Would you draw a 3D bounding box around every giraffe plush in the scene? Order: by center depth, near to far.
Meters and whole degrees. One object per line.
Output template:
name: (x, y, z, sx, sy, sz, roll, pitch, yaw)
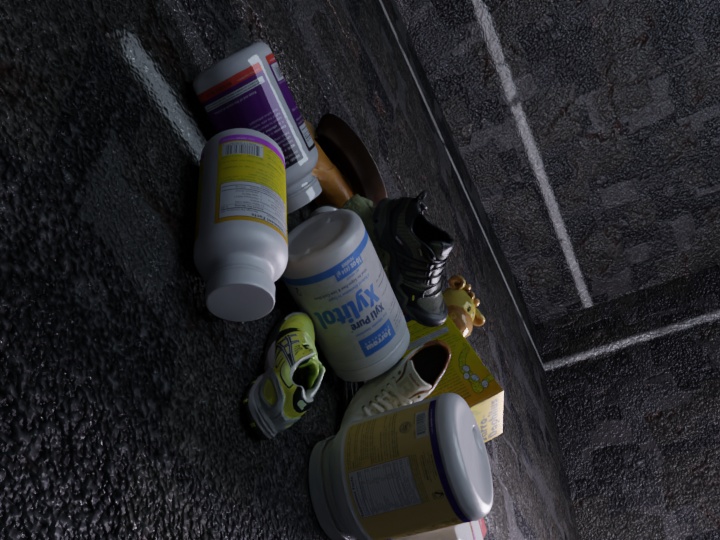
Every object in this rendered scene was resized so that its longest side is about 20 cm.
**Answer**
giraffe plush: (0.164, 0.102, 1.310, 0.172, 0.158, 0.206, 39, 37, -55)

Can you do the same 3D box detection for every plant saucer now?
plant saucer: (-0.023, -0.167, 1.110, 0.201, 0.032, 0.202, 50, -17, 21)

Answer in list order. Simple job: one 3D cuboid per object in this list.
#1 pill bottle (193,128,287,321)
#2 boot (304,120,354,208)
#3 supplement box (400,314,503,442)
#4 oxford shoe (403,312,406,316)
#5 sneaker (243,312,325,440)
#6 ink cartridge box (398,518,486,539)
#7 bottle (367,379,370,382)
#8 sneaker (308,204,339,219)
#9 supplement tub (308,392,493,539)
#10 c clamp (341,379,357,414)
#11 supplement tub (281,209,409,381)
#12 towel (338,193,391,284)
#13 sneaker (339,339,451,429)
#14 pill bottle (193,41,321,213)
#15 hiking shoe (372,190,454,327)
pill bottle: (-0.131, -0.051, 0.722, 0.104, 0.102, 0.205, 46, 31, -49)
boot: (-0.082, -0.150, 1.020, 0.206, 0.069, 0.144, 64, 21, 0)
supplement box: (0.126, 0.169, 1.016, 0.201, 0.107, 0.111, -123, -164, -44)
oxford shoe: (0.090, 0.061, 1.114, 0.200, 0.070, 0.075, 48, 26, -46)
sneaker: (-0.073, 0.116, 0.769, 0.076, 0.075, 0.202, 59, 20, -25)
ink cartridge box: (0.106, 0.392, 0.942, 0.199, 0.114, 0.070, -3, 74, -71)
bottle: (0.068, 0.253, 0.977, 0.205, 0.064, 0.083, 69, 21, -4)
sneaker: (0.008, -0.030, 1.039, 0.194, 0.076, 0.089, 12, 47, -23)
supplement tub: (0.049, 0.245, 0.796, 0.146, 0.195, 0.148, 52, 26, -39)
c clamp: (0.013, 0.205, 1.009, 0.170, 0.026, 0.206, 36, 41, -52)
supplement tub: (-0.022, 0.034, 0.893, 0.133, 0.128, 0.203, -78, 146, -57)
towel: (0.000, 0.000, 0.976, 0.201, 0.147, 0.037, 51, 5, -27)
sneaker: (0.047, 0.164, 0.891, 0.073, 0.200, 0.085, 44, -11, 7)
pill bottle: (-0.126, -0.178, 0.847, 0.204, 0.110, 0.113, 64, 20, -18)
hiking shoe: (0.089, -0.009, 0.914, 0.076, 0.099, 0.204, -41, 114, -40)
